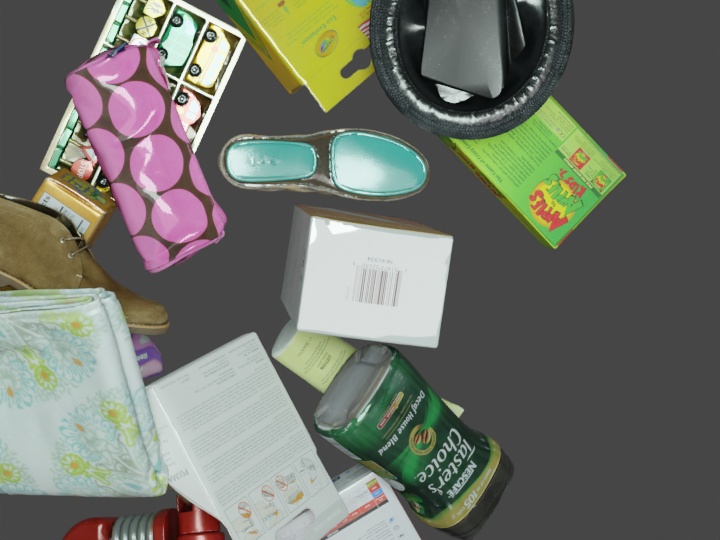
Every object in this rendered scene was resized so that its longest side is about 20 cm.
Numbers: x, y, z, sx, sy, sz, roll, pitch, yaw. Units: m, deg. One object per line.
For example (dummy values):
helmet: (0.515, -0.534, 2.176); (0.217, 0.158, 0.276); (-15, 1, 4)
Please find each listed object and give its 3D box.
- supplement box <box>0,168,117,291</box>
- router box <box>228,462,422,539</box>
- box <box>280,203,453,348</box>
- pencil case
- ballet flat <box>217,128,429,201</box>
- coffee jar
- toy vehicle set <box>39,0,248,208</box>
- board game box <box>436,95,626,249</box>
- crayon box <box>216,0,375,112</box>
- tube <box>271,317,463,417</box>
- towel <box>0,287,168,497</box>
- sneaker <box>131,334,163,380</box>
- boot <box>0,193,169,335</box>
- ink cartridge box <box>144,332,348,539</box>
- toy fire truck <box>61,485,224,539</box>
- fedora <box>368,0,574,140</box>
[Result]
supplement box: (-0.305, 0.006, 1.119); (0.069, 0.067, 0.200); (36, 99, -7)
router box: (-0.027, 0.313, 1.209); (0.199, 0.049, 0.180); (-29, 99, -4)
box: (0.000, 0.000, 1.103); (0.123, 0.200, 0.098); (7, 95, -9)
pencil case: (-0.189, -0.104, 1.099); (0.093, 0.091, 0.201); (-23, 101, -11)
ballet flat: (-0.035, -0.102, 1.155); (0.198, 0.067, 0.069); (6, 89, -9)
coffee jar: (0.056, 0.166, 1.153); (0.200, 0.085, 0.105); (43, 71, -26)
toy vehicle set: (-0.203, -0.158, 1.147); (0.124, 0.027, 0.201); (25, 92, -9)
board game box: (0.151, -0.128, 1.186); (0.102, 0.048, 0.200); (-45, 99, -1)
crayon box: (-0.057, -0.257, 1.131); (0.127, 0.051, 0.200); (-41, 99, -15)
tube: (0.007, 0.115, 1.195); (0.200, 0.052, 0.058); (36, 129, -17)
towel: (-0.263, 0.106, 1.031); (0.170, 0.048, 0.201); (-1, 117, 21)
sneaker: (-0.261, 0.126, 1.150); (0.200, 0.081, 0.088); (-48, 124, 5)
boot: (-0.251, -0.003, 1.051); (0.199, 0.074, 0.076); (23, 94, -2)
ink cartridge box: (-0.109, 0.173, 1.118); (0.050, 0.161, 0.201); (-27, 90, 34)
toy fire truck: (-0.204, 0.242, 1.131); (0.175, 0.129, 0.202); (-9, 76, 19)
fedora: (0.098, -0.214, 1.101); (0.199, 0.092, 0.202); (0, 88, 1)
